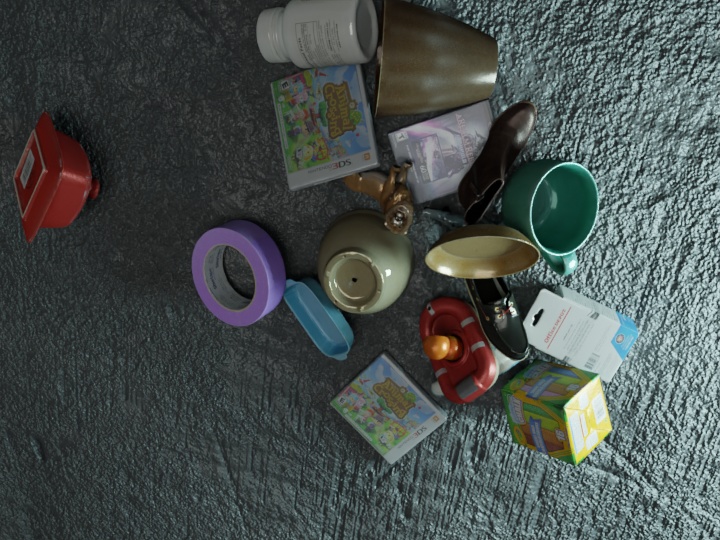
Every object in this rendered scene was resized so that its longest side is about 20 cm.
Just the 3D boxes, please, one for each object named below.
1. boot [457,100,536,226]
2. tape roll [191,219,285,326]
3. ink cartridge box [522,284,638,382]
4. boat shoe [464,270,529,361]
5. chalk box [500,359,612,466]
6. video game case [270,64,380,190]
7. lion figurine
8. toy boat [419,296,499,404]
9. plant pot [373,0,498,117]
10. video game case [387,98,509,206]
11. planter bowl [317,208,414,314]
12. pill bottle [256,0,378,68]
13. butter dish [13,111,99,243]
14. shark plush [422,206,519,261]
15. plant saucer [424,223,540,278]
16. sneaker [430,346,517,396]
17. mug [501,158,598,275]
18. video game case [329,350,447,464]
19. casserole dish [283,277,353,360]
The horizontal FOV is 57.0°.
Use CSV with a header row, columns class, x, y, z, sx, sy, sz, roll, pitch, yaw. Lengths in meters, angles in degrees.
class,x,y,z,sx,sy,sz,roll,pitch,yaw
boot,0.236,-0.179,1.114,0.071,0.168,0.202,31,116,-10
tape roll,-0.248,0.005,1.347,0.195,0.065,0.207,11,113,27
ink cartridge box,0.406,0.110,1.257,0.195,0.067,0.118,26,114,2
boat shoe,0.253,0.070,1.230,0.072,0.063,0.206,-21,72,-9
chalk box,0.356,0.262,1.272,0.198,0.122,0.128,5,119,55
video game case,-0.066,-0.268,1.207,0.177,0.022,0.207,-12,85,18
lion figurine,0.026,-0.162,1.248,0.198,0.072,0.125,35,128,23
toy boat,0.167,0.144,1.256,0.129,0.204,0.130,16,133,-44
plant pot,0.125,-0.347,1.109,0.193,0.188,0.193,4,112,-2
video game case,0.161,-0.214,1.222,0.194,0.019,0.147,-15,106,19
planter bowl,0.000,0.000,1.275,0.193,0.135,0.207,4,112,11
pill bottle,-0.076,-0.412,1.144,0.194,0.114,0.118,4,112,25
butter dish,-0.606,-0.181,1.352,0.201,0.145,0.202,-52,53,26
shark plush,0.212,-0.081,1.223,0.197,0.084,0.092,36,114,-2
plant saucer,0.206,-0.035,1.133,0.193,0.201,0.037,-3,69,14
sneaker,0.221,0.191,1.334,0.197,0.076,0.083,-32,78,26
mug,0.317,-0.098,1.156,0.148,0.114,0.191,9,99,-25
video game case,0.059,0.300,1.433,0.200,0.022,0.182,45,113,-5
casserole dish,-0.082,0.093,1.358,0.203,0.039,0.120,56,146,-8
